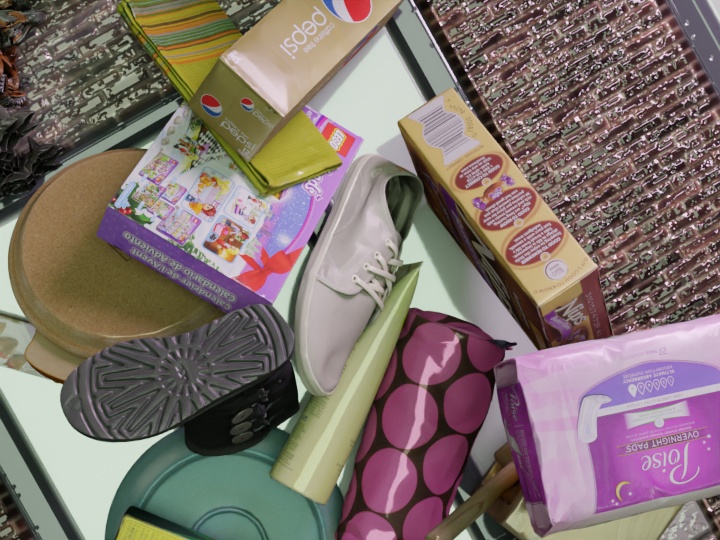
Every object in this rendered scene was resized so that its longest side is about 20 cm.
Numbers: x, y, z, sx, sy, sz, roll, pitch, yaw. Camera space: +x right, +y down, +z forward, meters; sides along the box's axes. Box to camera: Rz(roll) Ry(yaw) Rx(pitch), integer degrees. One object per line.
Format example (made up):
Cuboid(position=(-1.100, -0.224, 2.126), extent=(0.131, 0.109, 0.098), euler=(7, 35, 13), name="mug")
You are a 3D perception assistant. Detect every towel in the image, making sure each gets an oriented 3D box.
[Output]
Cuboid(position=(-0.100, -0.146, 1.102), extent=(0.086, 0.018, 0.200), euler=(-25, 69, -38), name="towel")

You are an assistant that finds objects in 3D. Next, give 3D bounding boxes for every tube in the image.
Cuboid(position=(-0.004, 0.083, 1.115), extent=(0.058, 0.052, 0.201), euler=(20, 80, 39), name="tube")

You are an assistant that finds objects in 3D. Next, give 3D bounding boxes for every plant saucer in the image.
Cuboid(position=(-0.105, 0.219, 1.138), extent=(0.198, 0.027, 0.202), euler=(0, 89, -5), name="plant saucer")

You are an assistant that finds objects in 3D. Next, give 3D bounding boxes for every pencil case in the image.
Cuboid(position=(0.051, 0.135, 1.126), extent=(0.093, 0.090, 0.202), euler=(22, 89, -40), name="pencil case")

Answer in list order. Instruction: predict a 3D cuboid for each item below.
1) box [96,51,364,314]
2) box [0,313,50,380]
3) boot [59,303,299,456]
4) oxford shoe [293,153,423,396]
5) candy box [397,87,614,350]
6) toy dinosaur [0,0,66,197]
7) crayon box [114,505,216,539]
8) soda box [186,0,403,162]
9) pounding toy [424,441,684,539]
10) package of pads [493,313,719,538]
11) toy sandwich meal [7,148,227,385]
Cuboid(position=(-0.093, -0.064, 1.081), extent=(0.136, 0.039, 0.201), euler=(31, 46, -3), name="box")
Cuboid(position=(-0.253, 0.062, 1.124), extent=(0.198, 0.041, 0.039), euler=(16, 88, -3), name="box")
Cuboid(position=(-0.124, 0.095, 1.038), extent=(0.163, 0.200, 0.066), euler=(-16, 76, -8), name="boot")
Cuboid(position=(0.000, 0.000, 1.083), extent=(0.057, 0.075, 0.201), euler=(7, 64, 28), name="oxford shoe")
Cuboid(position=(0.108, -0.029, 1.069), extent=(0.056, 0.117, 0.200), euler=(-33, 56, -5), name="candy box")
Cuboid(position=(-0.308, -0.120, 1.113), extent=(0.135, 0.102, 0.201), euler=(37, 105, 12), name="toy dinosaur")
Cuboid(position=(-0.111, 0.278, 1.097), extent=(0.198, 0.051, 0.128), euler=(23, 87, -3), name="crayon box")
Cuboid(position=(-0.041, -0.172, 1.081), extent=(0.064, 0.068, 0.200), euler=(42, 51, -3), name="soda box")
Cuboid(position=(0.151, 0.153, 1.079), extent=(0.142, 0.184, 0.201), euler=(37, 86, -2), name="pounding toy")
Cuboid(position=(0.198, 0.101, 0.977), extent=(0.198, 0.076, 0.122), euler=(-11, 83, -11), name="package of pads")
Cuboid(position=(-0.175, 0.001, 1.100), extent=(0.203, 0.070, 0.207), euler=(1, 61, -2), name="toy sandwich meal")
